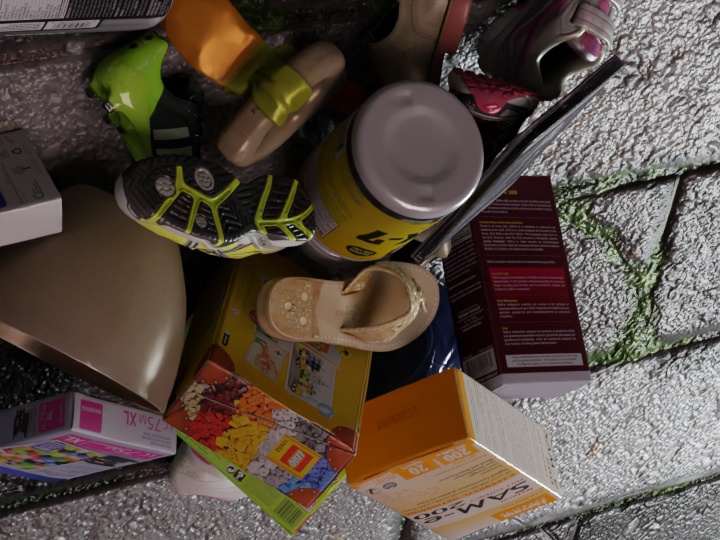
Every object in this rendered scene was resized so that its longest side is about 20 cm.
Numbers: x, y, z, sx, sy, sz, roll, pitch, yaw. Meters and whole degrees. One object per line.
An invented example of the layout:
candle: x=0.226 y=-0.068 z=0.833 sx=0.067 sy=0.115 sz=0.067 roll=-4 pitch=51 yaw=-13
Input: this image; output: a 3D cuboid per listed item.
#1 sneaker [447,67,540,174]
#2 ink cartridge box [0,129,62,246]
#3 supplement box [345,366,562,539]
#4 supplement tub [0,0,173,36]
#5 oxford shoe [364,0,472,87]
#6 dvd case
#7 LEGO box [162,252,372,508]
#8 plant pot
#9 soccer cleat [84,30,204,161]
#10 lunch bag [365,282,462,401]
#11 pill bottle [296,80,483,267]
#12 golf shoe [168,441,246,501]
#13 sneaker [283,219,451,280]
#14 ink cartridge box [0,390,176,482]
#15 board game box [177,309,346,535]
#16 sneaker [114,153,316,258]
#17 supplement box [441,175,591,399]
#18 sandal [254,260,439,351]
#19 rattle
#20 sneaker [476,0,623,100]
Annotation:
sneaker: x=0.101 y=-0.118 z=1.617 sx=0.200 sy=0.080 sz=0.075 roll=106 pitch=2 yaw=-81
ink cartridge box: x=-0.336 y=-0.049 z=1.455 sx=0.198 sy=0.100 sz=0.039 roll=-12 pitch=133 yaw=-22
supplement box: x=0.082 y=0.169 z=1.715 sx=0.125 sy=0.074 sz=0.200 roll=-24 pitch=149 yaw=22
supplement tub: x=-0.236 y=-0.227 z=1.338 sx=0.198 sy=0.123 sz=0.123 roll=-6 pitch=131 yaw=-29
oxford shoe: x=0.036 y=-0.179 z=1.623 sx=0.074 sy=0.071 sz=0.201 roll=15 pitch=128 yaw=-7
dvd case: x=0.132 y=-0.093 z=1.625 sx=0.149 sy=0.016 sz=0.200 roll=-40 pitch=175 yaw=-41
LEGO box: x=-0.073 y=0.081 z=1.631 sx=0.148 sy=0.201 sz=0.077 roll=33 pitch=120 yaw=-14
plant pot: x=-0.219 y=0.011 z=1.543 sx=0.200 sy=0.199 sz=0.135 roll=39 pitch=74 yaw=-48
soccer cleat: x=-0.153 y=-0.106 z=1.553 sx=0.081 sy=0.067 sz=0.201 roll=-39 pitch=140 yaw=-15
lunch bag: x=0.035 y=0.109 z=1.818 sx=0.132 sy=0.136 sz=0.200 roll=19 pitch=120 yaw=-42
pill bottle: x=0.013 y=-0.073 z=1.588 sx=0.113 sy=0.115 sz=0.200 roll=-12 pitch=170 yaw=-24
golf shoe: x=-0.099 y=0.185 z=1.863 sx=0.199 sy=0.076 sz=0.092 roll=9 pitch=138 yaw=-36
sneaker: x=0.000 y=0.000 z=1.730 sx=0.200 sy=0.088 sz=0.081 roll=-42 pitch=138 yaw=8
ink cartridge box: x=-0.267 y=0.148 z=1.647 sx=0.199 sy=0.042 sz=0.119 roll=-13 pitch=157 yaw=40
board game box: x=-0.101 y=0.133 z=1.726 sx=0.200 sy=0.048 sz=0.102 roll=41 pitch=104 yaw=-4
sneaker: x=-0.122 y=-0.039 z=1.513 sx=0.076 sy=0.076 sz=0.199 roll=-26 pitch=156 yaw=35
supplement box: x=0.137 y=0.014 z=1.754 sx=0.108 sy=0.202 sz=0.061 roll=1 pitch=162 yaw=-34
sandal: x=0.013 y=0.031 z=1.617 sx=0.210 sy=0.069 sz=0.079 roll=-2 pitch=89 yaw=-42
rattle: x=-0.081 y=-0.166 z=1.567 sx=0.131 sy=0.142 sz=0.200 roll=-65 pitch=169 yaw=24
sneaker: x=0.191 y=-0.224 z=1.638 sx=0.081 sy=0.088 sz=0.201 roll=17 pitch=117 yaw=-43
